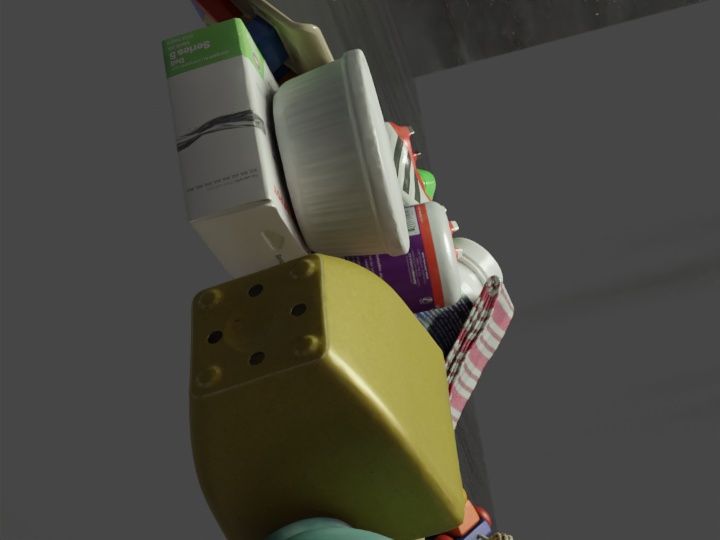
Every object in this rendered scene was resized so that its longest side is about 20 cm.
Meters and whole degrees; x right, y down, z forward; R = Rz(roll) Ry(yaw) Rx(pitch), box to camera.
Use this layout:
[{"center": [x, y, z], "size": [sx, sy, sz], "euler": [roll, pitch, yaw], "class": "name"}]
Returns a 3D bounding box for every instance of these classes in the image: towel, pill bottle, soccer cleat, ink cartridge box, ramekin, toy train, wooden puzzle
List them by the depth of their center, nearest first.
[{"center": [-0.117, -0.112, 1.319], "size": [0.146, 0.084, 0.201], "euler": [59, 18, -64], "class": "ink cartridge box"}, {"center": [-0.020, -0.105, 1.339], "size": [0.202, 0.094, 0.203], "euler": [-12, 90, -85], "class": "ramekin"}, {"center": [-0.106, -0.232, 1.438], "size": [0.200, 0.046, 0.185], "euler": [35, -13, 27], "class": "wooden puzzle"}, {"center": [0.000, 0.000, 1.450], "size": [0.112, 0.199, 0.113], "euler": [-12, 90, -88], "class": "pill bottle"}, {"center": [0.045, -0.070, 1.538], "size": [0.200, 0.085, 0.069], "euler": [68, -20, 9], "class": "soccer cleat"}, {"center": [0.121, 0.110, 1.547], "size": [0.200, 0.030, 0.146], "euler": [-63, 164, -6], "class": "towel"}, {"center": [0.106, 0.265, 1.579], "size": [0.085, 0.200, 0.116], "euler": [-31, 109, -45], "class": "toy train"}, {"center": [0.072, 0.056, 1.582], "size": [0.200, 0.111, 0.111], "euler": [-45, 135, -27], "class": "pill bottle"}]

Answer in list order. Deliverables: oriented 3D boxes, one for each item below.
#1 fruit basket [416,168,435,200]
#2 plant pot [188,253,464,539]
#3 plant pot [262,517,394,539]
[{"center": [0.008, -0.034, 1.688], "size": [0.216, 0.155, 0.216], "euler": [-38, 136, -50], "class": "fruit basket"}, {"center": [-0.045, 0.101, 1.134], "size": [0.196, 0.194, 0.200], "euler": [-95, 162, -46], "class": "plant pot"}, {"center": [-0.023, 0.274, 1.054], "size": [0.134, 0.200, 0.201], "euler": [49, -14, 46], "class": "plant pot"}]
